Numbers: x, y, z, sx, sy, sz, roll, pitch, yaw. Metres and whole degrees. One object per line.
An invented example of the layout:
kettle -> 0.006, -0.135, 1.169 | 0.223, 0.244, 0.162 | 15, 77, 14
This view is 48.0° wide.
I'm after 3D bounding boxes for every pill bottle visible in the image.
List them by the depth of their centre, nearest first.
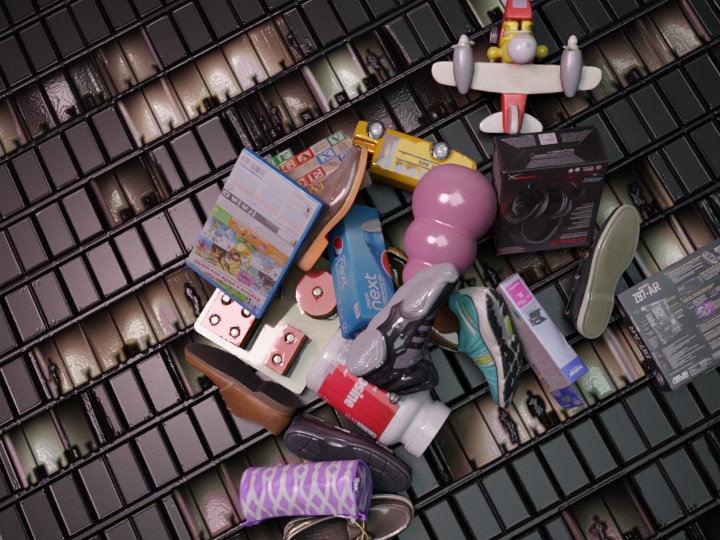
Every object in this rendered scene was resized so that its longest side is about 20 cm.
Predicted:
pill bottle -> 0.028, 0.179, 1.179 | 0.199, 0.112, 0.113 | 35, 84, 8

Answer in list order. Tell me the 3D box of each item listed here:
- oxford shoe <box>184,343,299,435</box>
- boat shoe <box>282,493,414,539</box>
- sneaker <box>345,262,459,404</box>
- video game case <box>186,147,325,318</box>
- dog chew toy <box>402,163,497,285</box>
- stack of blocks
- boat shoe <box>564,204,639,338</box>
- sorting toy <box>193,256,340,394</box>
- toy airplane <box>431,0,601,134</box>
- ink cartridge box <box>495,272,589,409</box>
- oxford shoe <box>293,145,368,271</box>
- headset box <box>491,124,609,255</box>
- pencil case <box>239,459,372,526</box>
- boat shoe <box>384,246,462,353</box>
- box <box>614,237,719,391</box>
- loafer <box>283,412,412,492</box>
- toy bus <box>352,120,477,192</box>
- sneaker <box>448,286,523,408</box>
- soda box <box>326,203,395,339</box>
oxford shoe -> -0.191, 0.179, 1.218 | 0.199, 0.071, 0.072 | 33, 109, 13
boat shoe -> -0.017, 0.375, 1.170 | 0.197, 0.060, 0.073 | -12, 90, 1
sneaker -> 0.080, 0.089, 1.099 | 0.200, 0.076, 0.114 | -46, 111, 2
video game case -> -0.154, -0.052, 1.164 | 0.142, 0.018, 0.201 | 35, 110, 10
dog chew toy -> 0.119, -0.047, 1.156 | 0.123, 0.125, 0.203 | 18, 85, 6
stack of blocks -> -0.095, -0.133, 1.239 | 0.198, 0.059, 0.116 | -30, 42, -2
boat shoe -> 0.352, -0.004, 1.201 | 0.074, 0.066, 0.202 | 7, 101, -26
sorting toy -> -0.128, 0.051, 1.232 | 0.198, 0.070, 0.200 | 30, 83, 8
toy airplane -> 0.237, -0.305, 1.236 | 0.199, 0.141, 0.200 | -40, 81, -4
ink cartridge box -> 0.261, 0.106, 1.173 | 0.042, 0.119, 0.201 | -31, 79, -8
oxford shoe -> -0.056, -0.100, 1.162 | 0.072, 0.071, 0.202 | 29, 97, -13
headset box -> 0.268, -0.106, 1.183 | 0.146, 0.201, 0.078 | -5, 51, 1
pencil case -> -0.076, 0.318, 1.155 | 0.197, 0.084, 0.087 | -8, 71, 22
boat shoe -> 0.097, 0.047, 1.220 | 0.200, 0.068, 0.072 | 43, 83, 8
box -> 0.502, 0.062, 1.205 | 0.198, 0.044, 0.162 | -29, 80, -2
loafer -> -0.013, 0.260, 1.194 | 0.197, 0.063, 0.073 | 20, 124, 5
toy bus -> 0.081, -0.167, 1.260 | 0.197, 0.065, 0.079 | 18, 83, 6
sneaker -> 0.184, 0.109, 1.180 | 0.079, 0.078, 0.202 | -2, 118, 37
soda box -> 0.000, 0.000, 1.191 | 0.067, 0.064, 0.202 | 9, 54, -28
